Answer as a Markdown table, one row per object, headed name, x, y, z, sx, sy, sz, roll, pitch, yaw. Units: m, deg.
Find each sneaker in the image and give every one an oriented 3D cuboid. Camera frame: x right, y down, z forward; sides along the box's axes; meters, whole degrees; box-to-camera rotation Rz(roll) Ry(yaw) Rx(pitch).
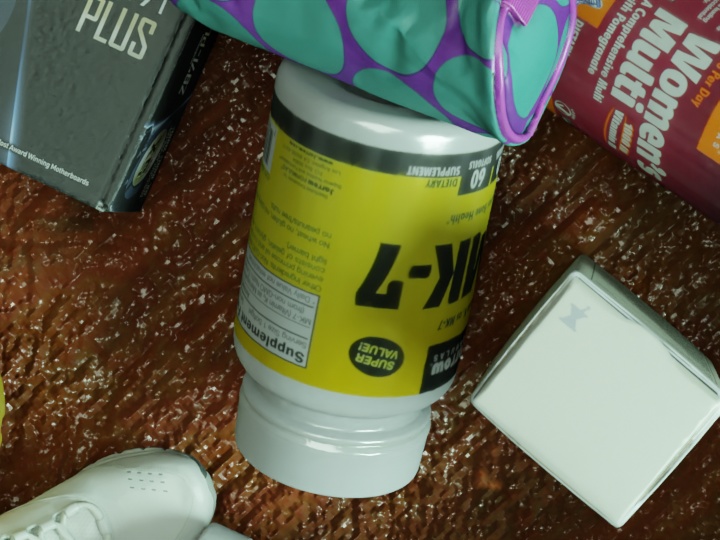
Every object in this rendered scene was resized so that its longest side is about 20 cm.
| name | x | y | z | sx | sy | sz | roll | pitch | yaw |
| --- | --- | --- | --- | --- | --- | --- | --- | --- | --- |
| sneaker | -0.165 | 0.150 | 1.396 | 0.199 | 0.087 | 0.075 | -26 | 87 | 6 |

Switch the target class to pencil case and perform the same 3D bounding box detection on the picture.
| name | x | y | z | sx | sy | sz | roll | pitch | yaw |
| --- | --- | --- | --- | --- | --- | --- | --- | --- | --- |
| pencil case | 0.004 | -0.129 | 1.263 | 0.199 | 0.085 | 0.093 | 22 | 137 | 28 |

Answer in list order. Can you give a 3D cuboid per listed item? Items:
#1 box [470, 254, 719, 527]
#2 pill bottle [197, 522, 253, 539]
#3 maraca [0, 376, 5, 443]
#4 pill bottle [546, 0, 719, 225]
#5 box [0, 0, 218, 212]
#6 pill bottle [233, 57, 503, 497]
| name | x | y | z | sx | sy | sz | roll | pitch | yaw |
| --- | --- | --- | --- | --- | --- | --- | --- | --- | --- |
| box | 0.113 | 0.052 | 1.303 | 0.095 | 0.200 | 0.078 | 41 | 96 | 4 |
| pill bottle | -0.005 | 0.208 | 1.365 | 0.199 | 0.116 | 0.116 | 24 | 94 | 6 |
| maraca | -0.258 | 0.098 | 1.394 | 0.200 | 0.137 | 0.107 | -41 | 130 | 16 |
| pill bottle | 0.183 | -0.079 | 1.310 | 0.200 | 0.109 | 0.110 | 36 | 95 | 25 |
| box | -0.173 | -0.142 | 1.390 | 0.199 | 0.086 | 0.164 | 26 | 93 | 6 |
| pill bottle | 0.000 | 0.000 | 1.337 | 0.114 | 0.114 | 0.201 | 13 | 114 | 6 |
